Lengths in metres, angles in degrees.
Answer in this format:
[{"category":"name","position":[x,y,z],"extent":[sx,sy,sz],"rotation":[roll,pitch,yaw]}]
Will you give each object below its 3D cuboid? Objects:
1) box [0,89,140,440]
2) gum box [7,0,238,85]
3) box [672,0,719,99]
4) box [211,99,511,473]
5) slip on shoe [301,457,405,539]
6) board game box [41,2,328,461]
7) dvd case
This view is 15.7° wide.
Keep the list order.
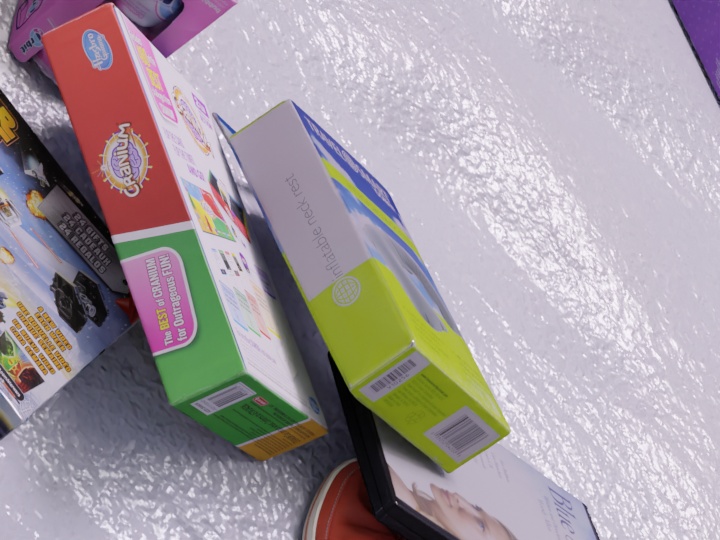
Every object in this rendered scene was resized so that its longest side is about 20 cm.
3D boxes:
[{"category":"box","position":[-0.196,-0.028,1.227],"extent":[0.200,0.040,0.137],"rotation":[53,35,-4]},{"category":"gum box","position":[-0.113,-0.186,1.391],"extent":[0.066,0.113,0.200],"rotation":[37,38,-25]},{"category":"box","position":[0.291,-0.188,1.951],"extent":[0.137,0.039,0.200],"rotation":[-3,65,-52]},{"category":"box","position":[0.000,0.000,1.367],"extent":[0.122,0.048,0.200],"rotation":[42,17,-52]},{"category":"slip on shoe","position":[0.013,0.171,1.293],"extent":[0.074,0.061,0.200],"rotation":[32,36,-27]},{"category":"board game box","position":[-0.085,-0.015,1.292],"extent":[0.153,0.040,0.200],"rotation":[46,21,-70]},{"category":"dvd case","position":[0.068,0.129,1.393],"extent":[0.200,0.018,0.143],"rotation":[36,20,-31]}]
